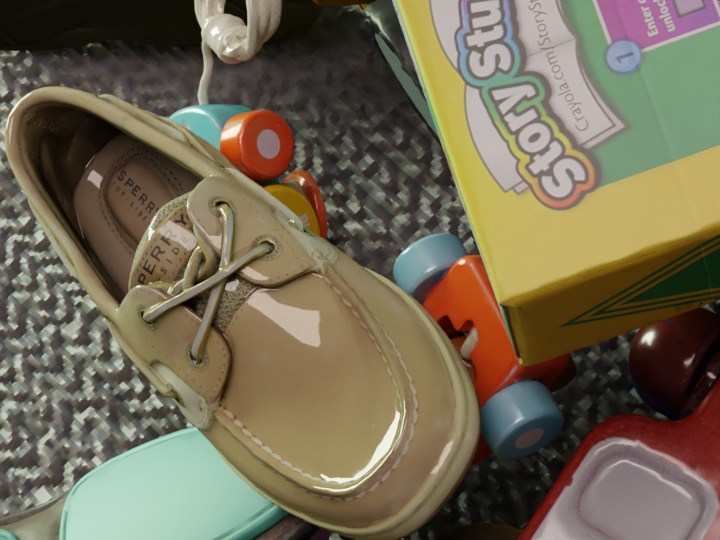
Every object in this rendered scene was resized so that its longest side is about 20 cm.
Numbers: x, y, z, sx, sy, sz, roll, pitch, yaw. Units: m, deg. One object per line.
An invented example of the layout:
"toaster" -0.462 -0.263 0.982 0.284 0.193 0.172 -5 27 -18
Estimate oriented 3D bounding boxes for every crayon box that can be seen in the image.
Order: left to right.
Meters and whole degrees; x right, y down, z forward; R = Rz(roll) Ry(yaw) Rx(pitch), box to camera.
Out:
"crayon box" 0.091 -0.098 0.809 0.172 0.058 0.200 -19 69 5

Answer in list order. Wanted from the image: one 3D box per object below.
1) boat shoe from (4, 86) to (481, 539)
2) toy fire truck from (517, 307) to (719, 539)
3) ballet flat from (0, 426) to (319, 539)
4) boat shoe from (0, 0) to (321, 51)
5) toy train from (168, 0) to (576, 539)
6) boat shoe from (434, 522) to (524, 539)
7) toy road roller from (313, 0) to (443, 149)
"boat shoe" -0.041 0.008 0.862 0.072 0.065 0.200 -51 45 6
"toy fire truck" 0.127 0.086 0.816 0.168 0.112 0.200 28 74 19
"ballet flat" -0.086 0.100 0.920 0.200 0.068 0.068 -18 41 17
"boat shoe" -0.101 -0.120 1.043 0.201 0.072 0.066 6 55 21
"toy train" 0.000 0.000 0.922 0.200 0.056 0.150 58 132 33
"boat shoe" 0.014 0.173 0.862 0.073 0.063 0.201 15 75 7
"toy road roller" 0.039 -0.111 0.932 0.123 0.146 0.200 -34 69 -3
